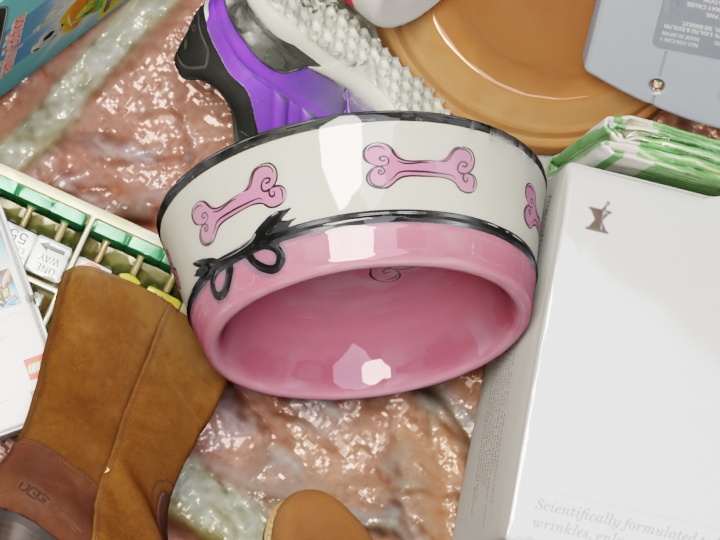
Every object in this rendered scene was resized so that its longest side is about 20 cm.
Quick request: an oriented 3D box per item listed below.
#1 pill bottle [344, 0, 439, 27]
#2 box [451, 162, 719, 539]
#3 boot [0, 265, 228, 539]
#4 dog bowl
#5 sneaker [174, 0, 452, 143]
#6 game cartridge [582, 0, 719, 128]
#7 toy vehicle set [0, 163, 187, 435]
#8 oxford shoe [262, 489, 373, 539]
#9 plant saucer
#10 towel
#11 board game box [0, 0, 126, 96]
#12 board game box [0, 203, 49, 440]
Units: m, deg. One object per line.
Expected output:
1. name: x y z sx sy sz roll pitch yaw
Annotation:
1. pill bottle: -0.026 -0.230 1.338 0.200 0.111 0.111 41 75 18
2. box: 0.169 0.070 1.321 0.197 0.131 0.201 13 78 -7
3. boot: -0.099 0.118 1.259 0.188 0.068 0.201 31 46 -14
4. dog bowl: 0.000 0.000 1.262 0.199 0.200 0.074 -2 65 -11
5. sneaker: -0.020 -0.074 1.350 0.099 0.070 0.200 -37 112 23
6. game cartridge: 0.224 -0.135 1.339 0.198 0.041 0.134 12 118 -2
7. toy vehicle set: -0.193 0.011 1.320 0.199 0.027 0.125 24 77 -5
8. oxford shoe: 0.003 0.171 1.260 0.071 0.072 0.200 -8 41 -20
9. plant saucer: 0.103 -0.166 1.401 0.199 0.037 0.202 2 80 -10
10. towel: 0.206 -0.041 1.337 0.198 0.153 0.024 12 82 -7
11. board game box: -0.157 -0.156 1.278 0.200 0.151 0.047 -41 85 -22
12. board game box: -0.259 0.046 1.269 0.199 0.035 0.127 -19 85 -13
